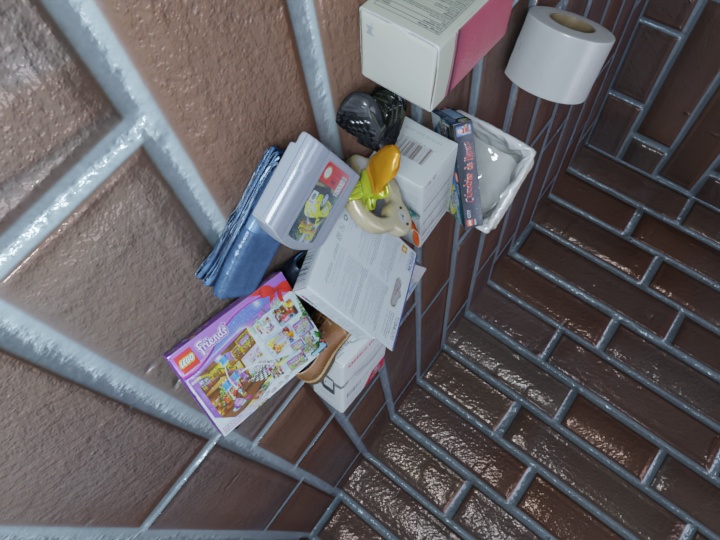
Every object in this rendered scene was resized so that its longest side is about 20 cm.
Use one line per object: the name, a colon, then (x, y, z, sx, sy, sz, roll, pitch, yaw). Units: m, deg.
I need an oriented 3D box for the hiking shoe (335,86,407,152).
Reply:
hiking shoe: (0.023, -0.240, 0.816, 0.102, 0.075, 0.200, -66, 169, 4)

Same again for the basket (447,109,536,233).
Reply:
basket: (0.256, -0.214, 1.225, 0.200, 0.199, 0.161, -61, 166, 13)

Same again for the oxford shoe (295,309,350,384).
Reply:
oxford shoe: (-0.055, 0.094, 0.931, 0.202, 0.071, 0.071, -67, 155, -10)

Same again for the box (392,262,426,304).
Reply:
box: (0.047, 0.000, 1.164, 0.102, 0.112, 0.200, -57, 161, 8)

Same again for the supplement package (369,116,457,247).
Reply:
supplement package: (0.097, -0.160, 1.030, 0.118, 0.116, 0.201, -51, 161, -20)

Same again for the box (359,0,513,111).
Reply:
box: (0.107, -0.340, 0.757, 0.200, 0.127, 0.109, -48, 160, -21)

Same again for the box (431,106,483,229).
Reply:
box: (0.185, -0.198, 1.057, 0.037, 0.137, 0.202, -15, 117, -4)

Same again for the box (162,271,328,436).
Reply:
box: (-0.158, 0.115, 0.792, 0.199, 0.138, 0.039, -38, -164, -25)

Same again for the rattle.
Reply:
rattle: (0.072, -0.119, 0.880, 0.142, 0.199, 0.131, -37, -146, 31)

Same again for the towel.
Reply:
towel: (-0.134, -0.061, 0.728, 0.202, 0.048, 0.111, -61, 164, 7)

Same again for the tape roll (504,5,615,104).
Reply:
tape roll: (0.445, -0.486, 1.242, 0.202, 0.202, 0.140, -37, 154, -43)

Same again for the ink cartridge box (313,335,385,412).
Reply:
ink cartridge box: (-0.020, 0.163, 1.076, 0.145, 0.083, 0.201, -44, 155, -29)

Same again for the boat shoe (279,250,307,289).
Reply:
boat shoe: (-0.049, -0.022, 0.928, 0.200, 0.084, 0.069, -42, 180, -42)

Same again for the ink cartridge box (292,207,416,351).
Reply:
ink cartridge box: (0.000, 0.000, 0.894, 0.200, 0.043, 0.198, 41, 52, -33)

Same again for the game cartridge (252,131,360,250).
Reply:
game cartridge: (-0.066, -0.093, 0.727, 0.134, 0.041, 0.200, -57, 166, 6)
